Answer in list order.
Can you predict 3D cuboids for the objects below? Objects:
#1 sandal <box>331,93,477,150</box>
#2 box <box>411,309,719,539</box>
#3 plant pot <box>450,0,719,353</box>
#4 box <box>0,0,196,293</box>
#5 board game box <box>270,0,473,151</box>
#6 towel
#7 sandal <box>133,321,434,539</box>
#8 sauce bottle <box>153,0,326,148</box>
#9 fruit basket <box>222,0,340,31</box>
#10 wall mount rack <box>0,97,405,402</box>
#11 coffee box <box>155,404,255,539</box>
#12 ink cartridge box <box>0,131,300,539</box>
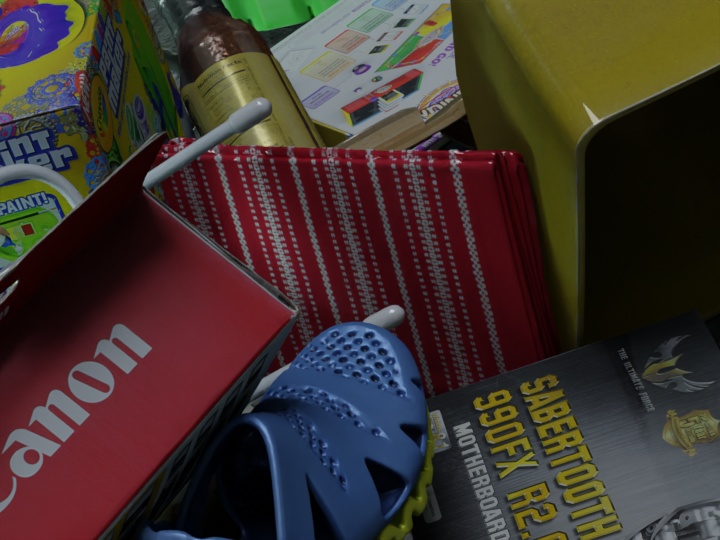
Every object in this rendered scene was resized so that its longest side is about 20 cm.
[{"bbox_3d":[0.077,-0.076,0.959,0.211,0.070,0.078,-29,1,-16],"label":"sandal"},{"bbox_3d":[0.103,0.113,0.734,0.158,0.048,0.200,-18,35,2],"label":"box"},{"bbox_3d":[0.141,-0.102,0.831,0.199,0.200,0.177,-27,57,-11],"label":"plant pot"},{"bbox_3d":[-0.165,-0.047,0.949,0.121,0.193,0.200,-14,36,8],"label":"box"},{"bbox_3d":[0.029,-0.115,1.082,0.153,0.040,0.200,-38,39,-24],"label":"board game box"},{"bbox_3d":[0.000,0.000,0.849,0.199,0.145,0.023,4,36,31],"label":"towel"},{"bbox_3d":[-0.029,0.085,0.665,0.079,0.087,0.200,2,40,24],"label":"sandal"},{"bbox_3d":[-0.072,-0.104,1.042,0.066,0.066,0.200,-23,55,-6],"label":"sauce bottle"},{"bbox_3d":[-0.052,-0.283,1.205,0.214,0.216,0.156,-10,29,12],"label":"fruit basket"},{"bbox_3d":[-0.088,0.021,0.810,0.173,0.201,0.075,-36,9,-21],"label":"wall mount rack"},{"bbox_3d":[-0.082,0.160,0.728,0.200,0.080,0.113,-34,39,-20],"label":"coffee box"},{"bbox_3d":[-0.118,0.072,0.633,0.084,0.176,0.200,38,56,4],"label":"ink cartridge box"}]
